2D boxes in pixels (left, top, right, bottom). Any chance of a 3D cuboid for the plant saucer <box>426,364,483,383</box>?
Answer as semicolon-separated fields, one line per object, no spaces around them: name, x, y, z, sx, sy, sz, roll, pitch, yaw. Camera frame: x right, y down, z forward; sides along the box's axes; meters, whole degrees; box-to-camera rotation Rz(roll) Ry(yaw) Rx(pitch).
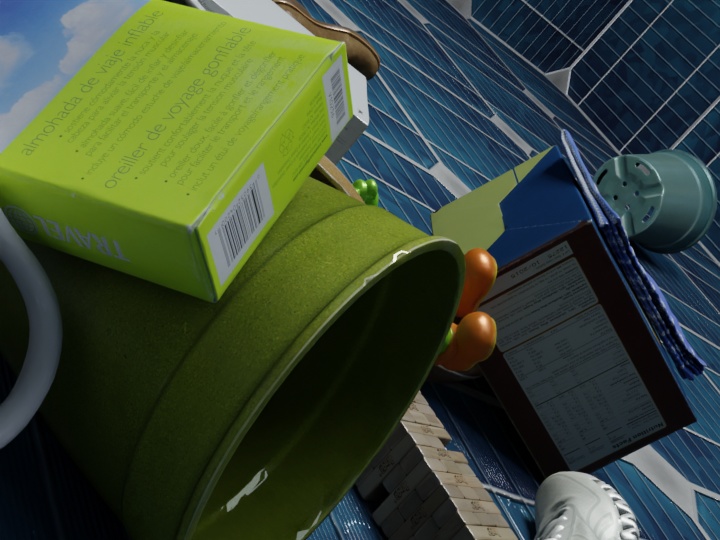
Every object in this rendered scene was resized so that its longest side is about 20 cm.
plant saucer;0.024;0.025;0.986;0.200;0.035;0.201;37;18;-14

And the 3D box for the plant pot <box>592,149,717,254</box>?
plant pot;0.533;-0.135;2.186;0.195;0.201;0.201;2;43;-52

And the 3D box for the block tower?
block tower;0.032;0.129;0.737;0.058;0.054;0.201;18;30;-50

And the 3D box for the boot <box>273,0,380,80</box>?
boot;-0.050;-0.271;1.473;0.199;0.073;0.076;20;47;-41

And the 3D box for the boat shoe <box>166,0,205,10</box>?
boat shoe;-0.118;-0.145;0.913;0.068;0.072;0.201;26;-32;47

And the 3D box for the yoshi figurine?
yoshi figurine;0.006;-0.005;0.818;0.198;0.113;0.112;17;4;-16

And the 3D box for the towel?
towel;0.231;-0.013;0.998;0.200;0.024;0.145;54;15;-34

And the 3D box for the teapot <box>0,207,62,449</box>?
teapot;-0.216;-0.001;0.376;0.198;0.148;0.197;8;-1;2

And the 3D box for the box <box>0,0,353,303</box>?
box;-0.118;-0.068;0.497;0.198;0.048;0.122;17;52;22

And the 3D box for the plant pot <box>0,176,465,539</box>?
plant pot;-0.085;0.018;0.558;0.192;0.201;0.200;36;15;19

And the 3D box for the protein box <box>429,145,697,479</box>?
protein box;0.168;0.035;1.007;0.201;0.134;0.199;58;13;-19

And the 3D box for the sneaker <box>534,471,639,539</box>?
sneaker;0.147;0.199;0.799;0.081;0.075;0.200;27;22;-17

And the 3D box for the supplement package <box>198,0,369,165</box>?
supplement package;-0.102;-0.174;1.048;0.199;0.111;0.156;38;19;-16

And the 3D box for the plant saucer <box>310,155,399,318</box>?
plant saucer;-0.060;-0.019;0.662;0.200;0.200;0.036;41;50;-6
